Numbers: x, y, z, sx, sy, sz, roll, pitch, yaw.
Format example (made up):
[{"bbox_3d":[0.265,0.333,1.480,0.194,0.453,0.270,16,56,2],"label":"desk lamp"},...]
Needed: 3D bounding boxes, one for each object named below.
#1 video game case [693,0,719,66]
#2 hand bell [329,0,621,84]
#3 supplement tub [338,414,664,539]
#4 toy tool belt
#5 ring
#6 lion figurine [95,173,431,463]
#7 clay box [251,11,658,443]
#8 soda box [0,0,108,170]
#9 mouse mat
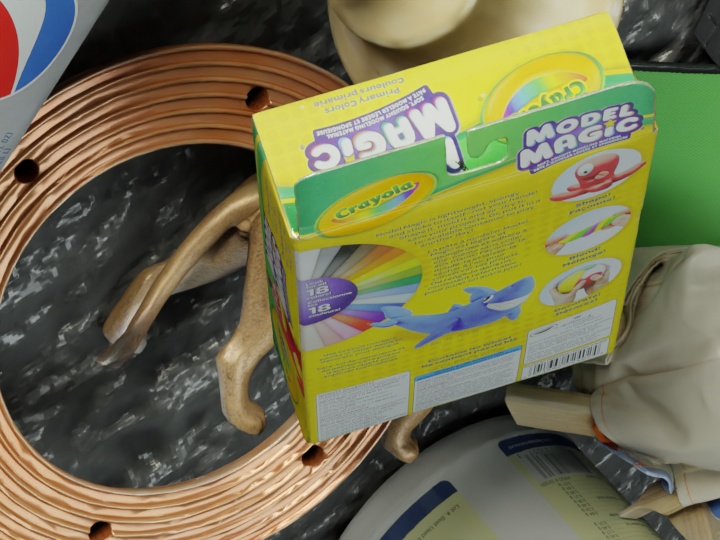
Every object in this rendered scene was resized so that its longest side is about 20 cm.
[{"bbox_3d":[0.242,-0.171,1.120,0.199,0.026,0.181,-19,151,-29],"label":"video game case"},{"bbox_3d":[-0.002,-0.099,0.841,0.104,0.104,0.200,-51,160,13],"label":"hand bell"},{"bbox_3d":[0.090,0.177,1.228,0.144,0.200,0.145,-28,146,-22],"label":"supplement tub"},{"bbox_3d":[0.162,0.063,1.219,0.122,0.126,0.199,-26,145,33],"label":"toy tool belt"},{"bbox_3d":[-0.066,0.015,0.970,0.199,0.019,0.202,-12,119,-22],"label":"ring"},{"bbox_3d":[0.000,0.000,1.042,0.199,0.072,0.123,9,118,-49],"label":"lion figurine"},{"bbox_3d":[0.028,-0.014,0.889,0.114,0.048,0.200,-17,156,-7],"label":"clay box"},{"bbox_3d":[-0.101,-0.110,0.795,0.063,0.070,0.200,9,122,-51],"label":"soda box"},{"bbox_3d":[0.149,-0.023,1.203,0.199,0.008,0.162,-1,131,-31],"label":"mouse mat"}]
